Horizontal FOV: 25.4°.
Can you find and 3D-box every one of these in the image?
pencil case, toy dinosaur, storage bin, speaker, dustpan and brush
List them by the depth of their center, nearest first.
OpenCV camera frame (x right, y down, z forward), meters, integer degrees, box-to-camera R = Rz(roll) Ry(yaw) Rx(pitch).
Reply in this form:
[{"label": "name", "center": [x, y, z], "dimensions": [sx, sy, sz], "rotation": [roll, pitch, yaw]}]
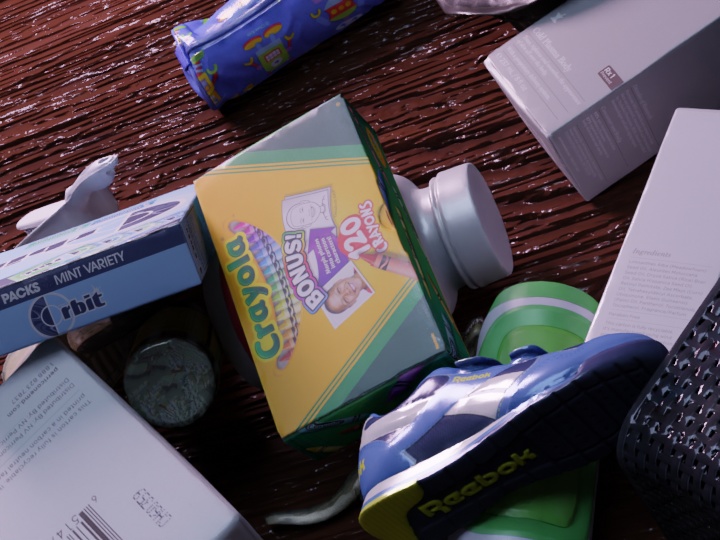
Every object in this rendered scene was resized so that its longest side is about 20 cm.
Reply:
[{"label": "storage bin", "center": [0.246, 0.067, 0.888], "dimensions": [0.093, 0.135, 0.200], "rotation": [23, 70, 41]}, {"label": "speaker", "center": [0.104, 0.109, 0.978], "dimensions": [0.088, 0.089, 0.201], "rotation": [-7, 53, 27]}, {"label": "toy dinosaur", "center": [0.025, 0.119, 1.043], "dimensions": [0.200, 0.047, 0.088], "rotation": [-42, 24, 0]}, {"label": "dustpan and brush", "center": [-0.226, -0.044, 1.241], "dimensions": [0.199, 0.057, 0.140], "rotation": [-16, 26, 50]}, {"label": "pencil case", "center": [-0.065, -0.217, 1.334], "dimensions": [0.199, 0.087, 0.078], "rotation": [-33, 67, 6]}]

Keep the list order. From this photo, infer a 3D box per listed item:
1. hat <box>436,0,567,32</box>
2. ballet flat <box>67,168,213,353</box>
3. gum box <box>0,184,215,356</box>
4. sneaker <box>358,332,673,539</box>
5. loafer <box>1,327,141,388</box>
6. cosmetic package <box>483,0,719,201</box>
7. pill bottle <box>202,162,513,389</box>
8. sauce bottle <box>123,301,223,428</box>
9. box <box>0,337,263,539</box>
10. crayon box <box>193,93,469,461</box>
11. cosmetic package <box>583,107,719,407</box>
[{"label": "hat", "center": [0.146, -0.231, 1.213], "dimensions": [0.200, 0.081, 0.201], "rotation": [-25, 33, 18]}, {"label": "ballet flat", "center": [-0.155, -0.004, 1.201], "dimensions": [0.200, 0.057, 0.066], "rotation": [-45, 4, -39]}, {"label": "gum box", "center": [-0.181, -0.001, 1.062], "dimensions": [0.169, 0.045, 0.200], "rotation": [-19, 10, 2]}, {"label": "sneaker", "center": [0.080, 0.079, 0.906], "dimensions": [0.199, 0.074, 0.083], "rotation": [-27, 42, 15]}, {"label": "loafer", "center": [-0.206, 0.036, 1.234], "dimensions": [0.068, 0.076, 0.200], "rotation": [7, 46, 47]}, {"label": "cosmetic package", "center": [0.204, -0.155, 1.123], "dimensions": [0.200, 0.090, 0.107], "rotation": [-38, 46, 5]}, {"label": "pill bottle", "center": [0.000, 0.000, 1.107], "dimensions": [0.199, 0.111, 0.111], "rotation": [-21, 48, 15]}, {"label": "sauce bottle", "center": [-0.126, 0.058, 1.112], "dimensions": [0.065, 0.065, 0.200], "rotation": [-35, 7, 2]}, {"label": "box", "center": [-0.179, 0.187, 0.976], "dimensions": [0.199, 0.131, 0.200], "rotation": [-45, 56, -12]}, {"label": "crayon box", "center": [-0.019, 0.003, 1.015], "dimensions": [0.118, 0.058, 0.201], "rotation": [-29, 61, 12]}, {"label": "cosmetic package", "center": [0.208, 0.010, 0.981], "dimensions": [0.071, 0.102, 0.201], "rotation": [7, 61, 34]}]
